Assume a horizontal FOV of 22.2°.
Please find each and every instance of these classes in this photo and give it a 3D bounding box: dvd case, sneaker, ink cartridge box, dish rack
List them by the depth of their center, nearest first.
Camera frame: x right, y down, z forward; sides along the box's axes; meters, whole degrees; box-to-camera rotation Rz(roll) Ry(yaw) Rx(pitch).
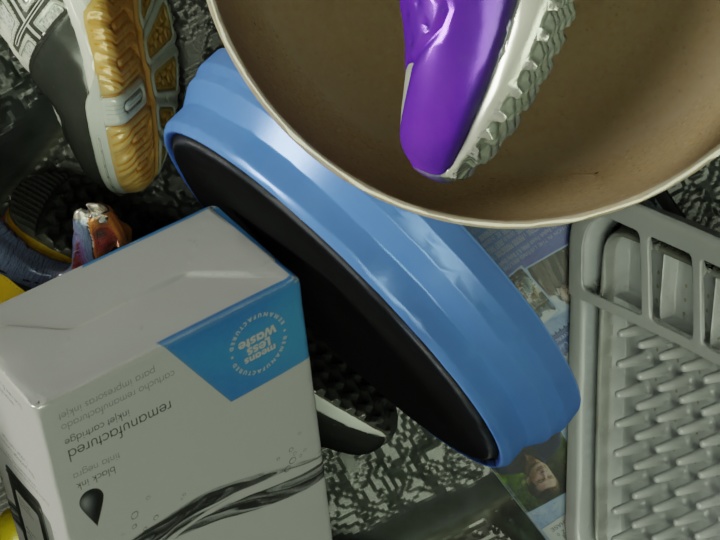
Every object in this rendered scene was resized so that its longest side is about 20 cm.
[{"bbox_3d":[0.024,-0.130,0.523,0.099,0.070,0.202,16,103,9],"label":"sneaker"},{"bbox_3d":[-0.076,0.091,0.739,0.115,0.068,0.201,-26,131,-25],"label":"ink cartridge box"},{"bbox_3d":[-0.137,-0.125,0.755,0.087,0.076,0.202,-9,109,17],"label":"sneaker"},{"bbox_3d":[0.153,0.075,0.782,0.043,0.171,0.202,-12,113,-29],"label":"dish rack"},{"bbox_3d":[-0.081,0.037,0.820,0.199,0.070,0.090,29,121,-13],"label":"sneaker"},{"bbox_3d":[0.104,0.033,0.849,0.142,0.018,0.200,-35,108,9],"label":"dvd case"}]

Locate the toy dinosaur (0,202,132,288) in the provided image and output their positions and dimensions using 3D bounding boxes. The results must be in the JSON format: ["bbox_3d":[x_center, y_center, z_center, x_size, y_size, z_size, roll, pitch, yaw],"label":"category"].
[{"bbox_3d":[-0.179,-0.048,0.729,0.181,0.201,0.105,23,120,-31],"label":"toy dinosaur"}]

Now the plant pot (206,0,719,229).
[{"bbox_3d":[0.053,-0.128,0.620,0.198,0.135,0.202,2,105,6],"label":"plant pot"}]

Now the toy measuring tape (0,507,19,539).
[{"bbox_3d":[-0.079,0.122,0.859,0.199,0.074,0.074,7,112,-31],"label":"toy measuring tape"}]

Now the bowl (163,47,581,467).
[{"bbox_3d":[0.000,0.000,0.719,0.039,0.200,0.201,-45,108,-10],"label":"bowl"}]
